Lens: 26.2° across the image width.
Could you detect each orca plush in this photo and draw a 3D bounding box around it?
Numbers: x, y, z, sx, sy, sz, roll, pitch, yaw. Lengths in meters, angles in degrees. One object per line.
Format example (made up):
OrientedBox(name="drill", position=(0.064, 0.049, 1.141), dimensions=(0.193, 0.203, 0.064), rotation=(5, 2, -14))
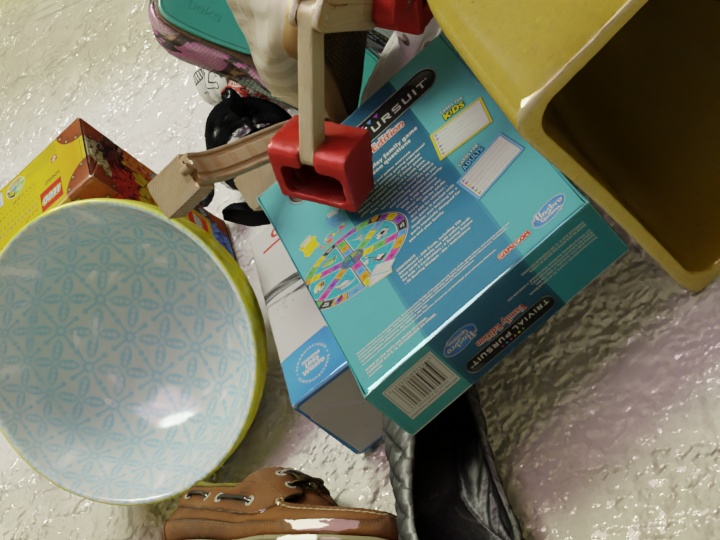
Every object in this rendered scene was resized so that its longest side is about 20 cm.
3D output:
OrientedBox(name="orca plush", position=(-0.090, -0.092, 1.103), dimensions=(0.105, 0.071, 0.200), rotation=(-25, 26, 14))

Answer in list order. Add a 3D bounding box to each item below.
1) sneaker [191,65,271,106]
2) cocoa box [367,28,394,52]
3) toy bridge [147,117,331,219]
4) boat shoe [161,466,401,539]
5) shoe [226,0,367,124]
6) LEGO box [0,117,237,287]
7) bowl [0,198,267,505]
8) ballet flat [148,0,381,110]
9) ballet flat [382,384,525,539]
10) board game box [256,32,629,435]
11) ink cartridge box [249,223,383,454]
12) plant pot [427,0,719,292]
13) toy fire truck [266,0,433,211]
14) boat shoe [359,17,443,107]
OrientedBox(name="sneaker", position=(-0.076, -0.220, 1.231), dimensions=(0.108, 0.067, 0.202), rotation=(-12, 55, 38))
OrientedBox(name="cocoa box", position=(-0.010, -0.256, 1.078), dimensions=(0.131, 0.200, 0.133), rotation=(21, 79, 52))
OrientedBox(name="toy bridge", position=(-0.049, -0.067, 0.960), dimensions=(0.067, 0.200, 0.027), rotation=(-41, 75, 28))
OrientedBox(name="boat shoe", position=(-0.048, 0.145, 0.899), dimensions=(0.200, 0.072, 0.068), rotation=(-11, 53, 41))
OrientedBox(name="shoe", position=(-0.034, -0.140, 0.948), dimensions=(0.053, 0.200, 0.070), rotation=(11, 81, 12))
OrientedBox(name="LEGO box", position=(-0.213, 0.010, 1.122), dimensions=(0.200, 0.149, 0.077), rotation=(-40, 39, 17))
OrientedBox(name="bowl", position=(-0.144, 0.046, 1.034), dimensions=(0.200, 0.200, 0.108), rotation=(-38, -4, 18))
OrientedBox(name="ballet flat", position=(-0.060, -0.150, 1.114), dimensions=(0.071, 0.200, 0.069), rotation=(101, -166, -71))
OrientedBox(name="ballet flat", position=(0.048, 0.119, 0.815), dimensions=(0.066, 0.057, 0.200), rotation=(-9, 44, -10))
OrientedBox(name="board game box", position=(0.038, -0.027, 0.861), dimensions=(0.151, 0.047, 0.200), rotation=(-41, 38, 8))
OrientedBox(name="ink cartridge box", position=(0.000, 0.000, 0.970), dimensions=(0.116, 0.068, 0.200), rotation=(-38, 38, 16))
OrientedBox(name="plant pot", position=(0.147, -0.149, 0.809), dimensions=(0.194, 0.195, 0.200), rotation=(-46, 45, 9))
OrientedBox(name="toy fire truck", position=(-0.006, -0.148, 0.831), dimensions=(0.049, 0.200, 0.141), rotation=(15, 48, 22))
OrientedBox(name="boat shoe", position=(0.047, -0.171, 0.974), dimensions=(0.200, 0.069, 0.071), rotation=(-54, 36, 28))
